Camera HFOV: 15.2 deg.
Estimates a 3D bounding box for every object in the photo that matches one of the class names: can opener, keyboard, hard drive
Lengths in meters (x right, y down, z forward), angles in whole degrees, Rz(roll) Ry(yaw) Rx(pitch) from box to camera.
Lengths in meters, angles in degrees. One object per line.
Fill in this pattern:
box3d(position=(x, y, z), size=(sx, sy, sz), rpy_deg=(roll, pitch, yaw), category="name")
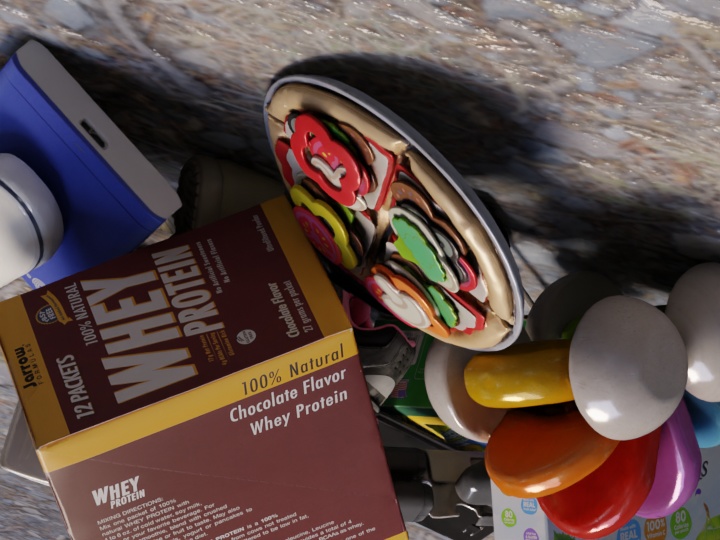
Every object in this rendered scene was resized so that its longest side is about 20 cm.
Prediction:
box3d(position=(0.035, 0.135, 1.822), size=(0.199, 0.053, 0.067), rpy_deg=(5, 144, -24), category="can opener")
box3d(position=(0.020, 0.155, 1.942), size=(0.200, 0.021, 0.127), rpy_deg=(30, 127, -35), category="keyboard")
box3d(position=(-0.193, -0.053, 1.664), size=(0.132, 0.025, 0.200), rpy_deg=(48, 151, -3), category="hard drive")

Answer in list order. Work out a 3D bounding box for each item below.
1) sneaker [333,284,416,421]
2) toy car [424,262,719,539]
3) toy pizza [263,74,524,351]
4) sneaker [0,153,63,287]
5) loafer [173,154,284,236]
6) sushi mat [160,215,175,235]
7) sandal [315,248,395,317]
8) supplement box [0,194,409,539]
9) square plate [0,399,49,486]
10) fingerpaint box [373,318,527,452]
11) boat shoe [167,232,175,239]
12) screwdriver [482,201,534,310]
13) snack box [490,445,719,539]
box3d(position=(-0.035, 0.036, 1.854), size=(0.200, 0.095, 0.079), rpy_deg=(36, 179, 40), category="sneaker")
box3d(position=(0.152, 0.081, 1.620), size=(0.200, 0.150, 0.175), rpy_deg=(-18, -172, -41), category="toy car")
box3d(position=(0.012, -0.026, 1.527), size=(0.200, 0.032, 0.200), rpy_deg=(39, 157, 20), category="toy pizza")
box3d(position=(-0.242, -0.010, 1.681), size=(0.073, 0.071, 0.200), rpy_deg=(46, 151, -1), category="sneaker")
box3d(position=(-0.086, 0.019, 1.717), size=(0.068, 0.076, 0.200), rpy_deg=(0, 127, -13), category="loafer")
box3d(position=(-0.187, -0.070, 1.761), size=(0.095, 0.012, 0.200), rpy_deg=(10, 162, 19), category="sushi mat")
box3d(position=(0.000, 0.000, 1.751), size=(0.199, 0.045, 0.075), rpy_deg=(15, 163, 5), category="sandal")
box3d(position=(-0.096, 0.097, 1.640), size=(0.197, 0.133, 0.200), rpy_deg=(-21, 133, -6), category="supplement box")
box3d(position=(-0.159, 0.111, 2.017), size=(0.200, 0.198, 0.028), rpy_deg=(20, 133, -10), category="square plate")
box3d(position=(0.123, 0.098, 1.899), size=(0.200, 0.074, 0.167), rpy_deg=(-1, 156, 45), category="fingerpaint box")
box3d(position=(-0.124, 0.064, 1.819), size=(0.073, 0.201, 0.065), rpy_deg=(12, -163, 34), category="boat shoe")
box3d(position=(0.091, 0.004, 1.700), size=(0.029, 0.028, 0.200), rpy_deg=(-16, 152, 7), category="screwdriver")
box3d(position=(0.171, 0.149, 1.771), size=(0.200, 0.143, 0.053), rpy_deg=(-9, -174, -44), category="snack box")
